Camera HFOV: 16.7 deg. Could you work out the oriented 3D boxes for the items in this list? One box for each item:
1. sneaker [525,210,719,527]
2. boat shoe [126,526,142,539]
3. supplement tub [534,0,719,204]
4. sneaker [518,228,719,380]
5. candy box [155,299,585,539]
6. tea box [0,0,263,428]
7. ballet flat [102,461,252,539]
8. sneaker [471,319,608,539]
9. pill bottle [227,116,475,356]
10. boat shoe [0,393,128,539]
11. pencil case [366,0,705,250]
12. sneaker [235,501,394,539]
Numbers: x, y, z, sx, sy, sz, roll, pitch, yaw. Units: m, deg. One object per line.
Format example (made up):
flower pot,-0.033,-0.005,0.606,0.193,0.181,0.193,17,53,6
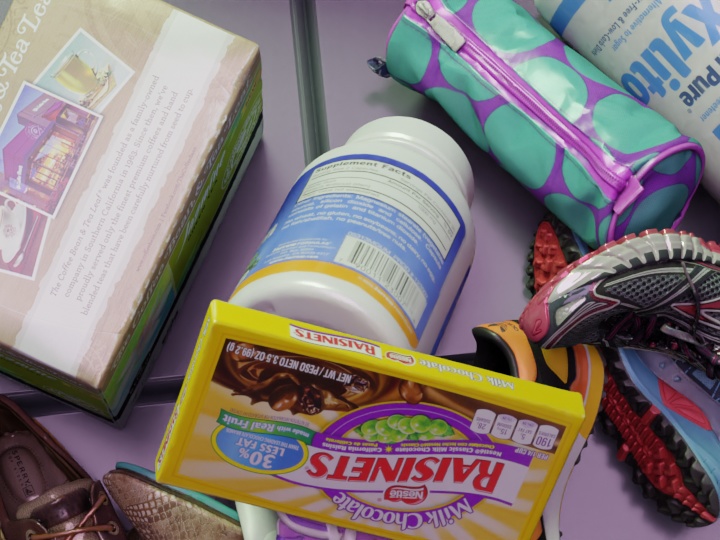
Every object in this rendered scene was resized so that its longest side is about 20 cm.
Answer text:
sneaker,0.170,0.047,1.401,0.095,0.079,0.201,-23,77,-30
boat shoe,-0.137,0.215,1.358,0.071,0.065,0.201,31,79,4
supplement tub,0.207,-0.129,1.392,0.132,0.132,0.200,-42,82,-8
sneaker,0.178,0.023,1.320,0.199,0.081,0.075,-3,66,-28
candy box,0.005,0.085,1.241,0.199,0.026,0.103,15,120,-13
tea box,-0.151,-0.038,1.336,0.133,0.197,0.201,24,81,3
ballet flat,-0.057,0.167,1.344,0.199,0.070,0.066,23,83,-16
sneaker,0.068,0.123,1.350,0.090,0.070,0.202,16,89,-39
pill bottle,0.000,0.000,1.333,0.111,0.113,0.200,22,36,3
boat shoe,-0.162,0.144,1.326,0.072,0.072,0.200,-24,51,-11
pencil case,0.100,-0.090,1.376,0.200,0.092,0.085,42,98,27
sneaker,0.007,0.159,1.296,0.114,0.073,0.200,-21,58,-45
